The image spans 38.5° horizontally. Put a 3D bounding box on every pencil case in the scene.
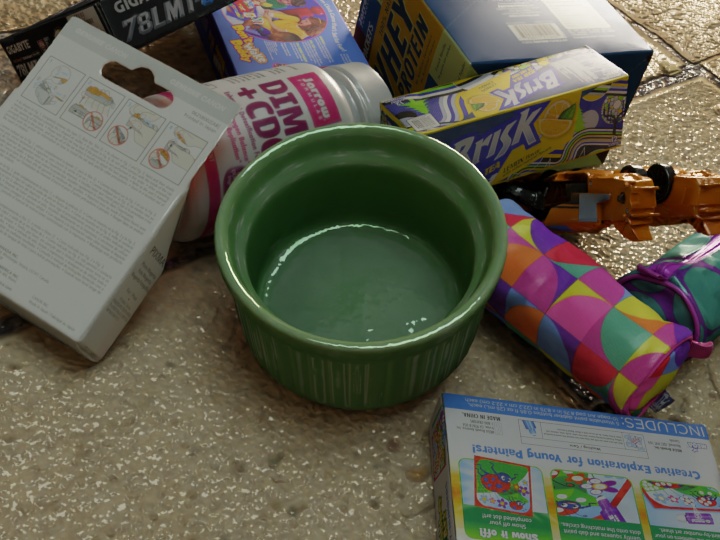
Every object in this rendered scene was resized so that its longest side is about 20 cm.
[{"bbox_3d":[0.158,0.027,0.778,0.088,0.089,0.200,-26,53,-36],"label":"pencil case"},{"bbox_3d":[0.286,0.002,0.842,0.085,0.093,0.199,26,42,37],"label":"pencil case"}]

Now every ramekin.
[{"bbox_3d":[0.000,0.000,0.731,0.198,0.098,0.201,0,52,0],"label":"ramekin"}]

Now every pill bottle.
[{"bbox_3d":[-0.074,-0.103,0.827,0.199,0.114,0.113,-21,54,-33],"label":"pill bottle"}]

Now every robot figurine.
[{"bbox_3d":[0.194,-0.055,0.841,0.144,0.059,0.200,-4,5,-23],"label":"robot figurine"}]

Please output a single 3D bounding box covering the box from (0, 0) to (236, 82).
[{"bbox_3d":[-0.180,-0.228,0.877,0.200,0.050,0.198,-36,26,-32],"label":"box"}]

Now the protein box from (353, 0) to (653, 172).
[{"bbox_3d":[0.124,-0.205,0.977,0.197,0.136,0.201,-9,48,-24],"label":"protein box"}]

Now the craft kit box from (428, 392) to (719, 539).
[{"bbox_3d":[0.148,0.178,0.659,0.198,0.049,0.198,8,41,-8],"label":"craft kit box"}]

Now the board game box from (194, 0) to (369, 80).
[{"bbox_3d":[-0.072,-0.205,0.985,0.133,0.045,0.201,-6,47,-21],"label":"board game box"}]

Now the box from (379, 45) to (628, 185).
[{"bbox_3d":[0.117,-0.119,0.839,0.199,0.070,0.064,-17,39,-18],"label":"box"}]

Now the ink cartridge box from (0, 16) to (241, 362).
[{"bbox_3d":[-0.197,-0.061,0.732,0.162,0.057,0.201,29,71,15],"label":"ink cartridge box"}]
